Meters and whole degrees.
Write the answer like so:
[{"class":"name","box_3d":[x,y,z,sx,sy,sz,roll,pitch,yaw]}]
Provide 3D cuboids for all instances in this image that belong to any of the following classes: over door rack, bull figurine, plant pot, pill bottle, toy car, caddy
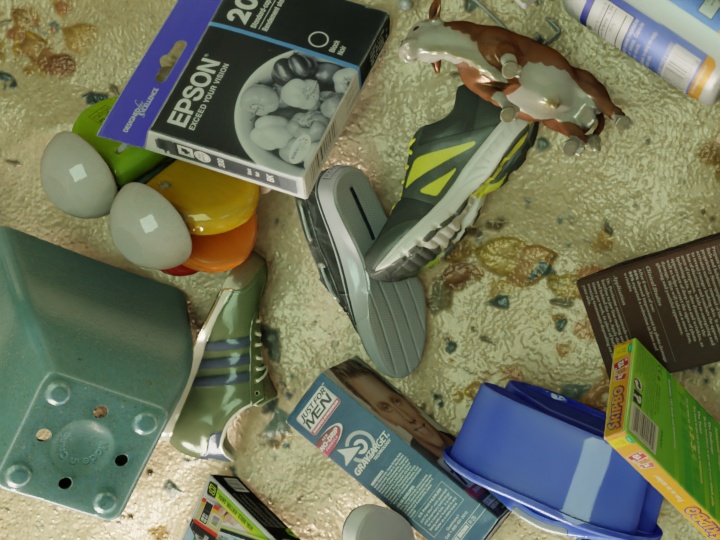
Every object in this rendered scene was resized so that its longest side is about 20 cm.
[{"class":"over door rack","box_3d":[0.068,-0.250,1.641,0.200,0.148,0.067,34,86,12]},{"class":"bull figurine","box_3d":[0.130,-0.157,1.620,0.200,0.121,0.065,18,113,-24]},{"class":"plant pot","box_3d":[-0.258,0.112,1.725,0.196,0.200,0.197,21,106,-25]},{"class":"pill bottle","box_3d":[0.237,-0.234,1.613,0.200,0.112,0.112,36,106,11]},{"class":"toy car","box_3d":[-0.174,-0.071,1.751,0.200,0.175,0.150,34,147,25]},{"class":"caddy","box_3d":[0.168,0.170,1.662,0.200,0.141,0.105,22,97,24]}]

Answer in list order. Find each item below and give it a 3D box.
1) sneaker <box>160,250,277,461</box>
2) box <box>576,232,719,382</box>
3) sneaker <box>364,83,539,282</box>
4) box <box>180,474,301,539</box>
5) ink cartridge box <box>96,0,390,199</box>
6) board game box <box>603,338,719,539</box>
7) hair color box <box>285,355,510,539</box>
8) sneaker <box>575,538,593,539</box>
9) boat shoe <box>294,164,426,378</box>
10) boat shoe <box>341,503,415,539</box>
[{"class":"sneaker","box_3d":[-0.111,0.085,1.791,0.090,0.067,0.200,27,101,0]},{"class":"box","box_3d":[0.285,0.023,1.612,0.200,0.075,0.100,-18,91,44]},{"class":"sneaker","box_3d":[0.067,-0.076,1.703,0.085,0.074,0.200,41,86,21]},{"class":"box","box_3d":[-0.092,0.281,1.765,0.200,0.035,0.110,37,108,44]},{"class":"ink cartridge box","box_3d":[-0.101,-0.171,1.699,0.200,0.043,0.198,17,58,14]},{"class":"board game box","box_3d":[0.268,0.150,1.610,0.030,0.096,0.200,-24,128,36]},{"class":"hair color box","box_3d":[0.040,0.165,1.727,0.200,0.100,0.061,39,105,10]},{"class":"sneaker","box_3d":[0.242,0.315,1.704,0.083,0.071,0.200,-33,85,32]},{"class":"boat shoe","box_3d":[0.000,0.000,1.742,0.071,0.072,0.200,-3,109,50]},{"class":"boat shoe","box_3d":[0.017,0.265,1.712,0.065,0.200,0.074,16,57,36]}]
